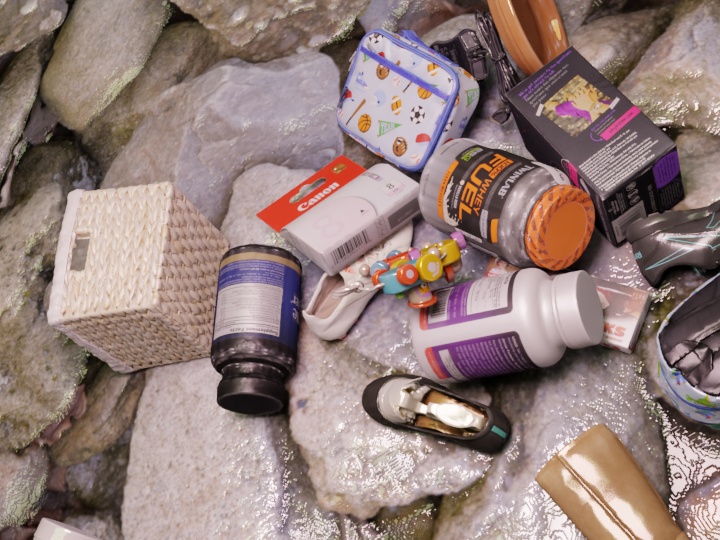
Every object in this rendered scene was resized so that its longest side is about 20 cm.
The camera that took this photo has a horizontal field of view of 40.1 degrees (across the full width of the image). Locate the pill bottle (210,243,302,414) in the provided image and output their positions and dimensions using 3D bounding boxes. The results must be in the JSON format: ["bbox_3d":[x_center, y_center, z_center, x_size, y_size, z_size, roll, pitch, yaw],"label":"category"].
[{"bbox_3d":[-0.135,0.077,1.272,0.111,0.112,0.201,-9,63,21],"label":"pill bottle"}]

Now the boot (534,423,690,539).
[{"bbox_3d":[0.248,0.285,1.019,0.175,0.066,0.200,-33,56,-8],"label":"boot"}]

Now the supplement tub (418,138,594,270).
[{"bbox_3d":[0.172,-0.077,1.174,0.200,0.123,0.123,28,79,48],"label":"supplement tub"}]

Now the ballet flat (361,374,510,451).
[{"bbox_3d":[0.079,0.158,1.155,0.199,0.068,0.068,10,74,29],"label":"ballet flat"}]

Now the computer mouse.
[{"bbox_3d":[0.159,-0.258,1.307,0.046,0.200,0.141,-24,93,-19],"label":"computer mouse"}]

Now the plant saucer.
[{"bbox_3d":[0.210,-0.326,1.261,0.037,0.200,0.201,-21,57,30],"label":"plant saucer"}]

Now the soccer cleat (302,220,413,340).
[{"bbox_3d":[0.000,0.000,1.267,0.069,0.078,0.201,29,80,33],"label":"soccer cleat"}]

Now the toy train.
[{"bbox_3d":[0.051,0.011,1.148,0.149,0.200,0.056,-20,96,22],"label":"toy train"}]

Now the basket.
[{"bbox_3d":[-0.291,0.012,1.332,0.160,0.200,0.200,-6,63,16],"label":"basket"}]

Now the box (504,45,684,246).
[{"bbox_3d":[0.278,-0.149,1.181,0.106,0.122,0.200,-35,55,2],"label":"box"}]

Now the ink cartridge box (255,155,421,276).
[{"bbox_3d":[-0.035,-0.092,1.301,0.162,0.057,0.200,-36,47,-16],"label":"ink cartridge box"}]

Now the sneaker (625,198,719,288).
[{"bbox_3d":[0.404,-0.040,1.110,0.199,0.075,0.080,-18,72,24],"label":"sneaker"}]

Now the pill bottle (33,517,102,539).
[{"bbox_3d":[-0.400,0.418,1.227,0.112,0.113,0.201,12,72,29],"label":"pill bottle"}]

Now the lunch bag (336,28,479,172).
[{"bbox_3d":[0.057,-0.232,1.320,0.200,0.075,0.161,38,115,35],"label":"lunch bag"}]

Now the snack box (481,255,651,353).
[{"bbox_3d":[0.236,0.034,1.169,0.199,0.024,0.072,17,76,31],"label":"snack box"}]

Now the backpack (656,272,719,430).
[{"bbox_3d":[0.402,0.074,1.013,0.199,0.154,0.164,-25,57,-14],"label":"backpack"}]

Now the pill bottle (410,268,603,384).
[{"bbox_3d":[0.167,0.060,1.119,0.199,0.111,0.112,-14,60,31],"label":"pill bottle"}]
